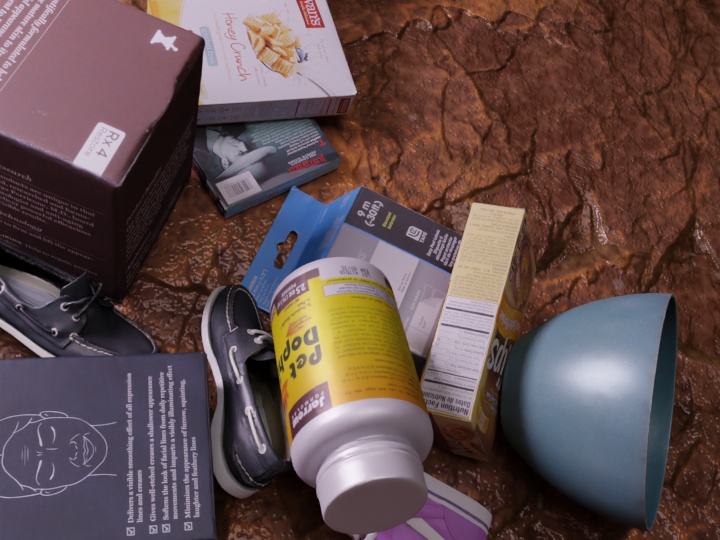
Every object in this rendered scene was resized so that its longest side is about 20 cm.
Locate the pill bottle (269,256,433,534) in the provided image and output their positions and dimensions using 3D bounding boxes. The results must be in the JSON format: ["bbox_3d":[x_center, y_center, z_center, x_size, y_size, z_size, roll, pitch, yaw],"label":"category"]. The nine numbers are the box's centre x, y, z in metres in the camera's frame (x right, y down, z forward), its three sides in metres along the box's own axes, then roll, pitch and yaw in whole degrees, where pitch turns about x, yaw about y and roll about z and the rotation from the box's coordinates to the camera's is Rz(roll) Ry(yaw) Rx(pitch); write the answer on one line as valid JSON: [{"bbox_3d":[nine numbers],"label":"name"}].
[{"bbox_3d":[-0.008,0.094,0.670,0.108,0.110,0.201,0,46,-16],"label":"pill bottle"}]

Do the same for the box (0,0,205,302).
[{"bbox_3d":[-0.245,-0.110,0.742,0.163,0.201,0.167,23,58,-2],"label":"box"}]

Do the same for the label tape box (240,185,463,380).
[{"bbox_3d":[0.000,0.000,0.829,0.198,0.066,0.144,27,58,-2],"label":"label tape box"}]

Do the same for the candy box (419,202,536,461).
[{"bbox_3d":[0.108,0.056,0.778,0.055,0.116,0.202,9,65,21],"label":"candy box"}]

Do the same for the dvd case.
[{"bbox_3d":[-0.131,-0.163,0.907,0.145,0.022,0.201,-27,71,-27],"label":"dvd case"}]

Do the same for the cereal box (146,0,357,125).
[{"bbox_3d":[-0.115,-0.226,0.910,0.198,0.040,0.145,-9,64,-19],"label":"cereal box"}]

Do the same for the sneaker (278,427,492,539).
[{"bbox_3d":[0.006,0.211,0.714,0.199,0.073,0.115,27,64,2],"label":"sneaker"}]

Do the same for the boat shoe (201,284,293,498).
[{"bbox_3d":[-0.090,0.090,0.733,0.075,0.060,0.202,31,37,-47],"label":"boat shoe"}]

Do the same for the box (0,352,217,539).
[{"bbox_3d":[-0.216,0.153,0.660,0.197,0.107,0.150,0,62,-16],"label":"box"}]

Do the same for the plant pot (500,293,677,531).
[{"bbox_3d":[0.202,0.116,0.769,0.133,0.201,0.202,5,54,26],"label":"plant pot"}]

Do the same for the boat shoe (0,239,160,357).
[{"bbox_3d":[-0.254,0.027,0.730,0.198,0.067,0.075,28,27,7],"label":"boat shoe"}]
